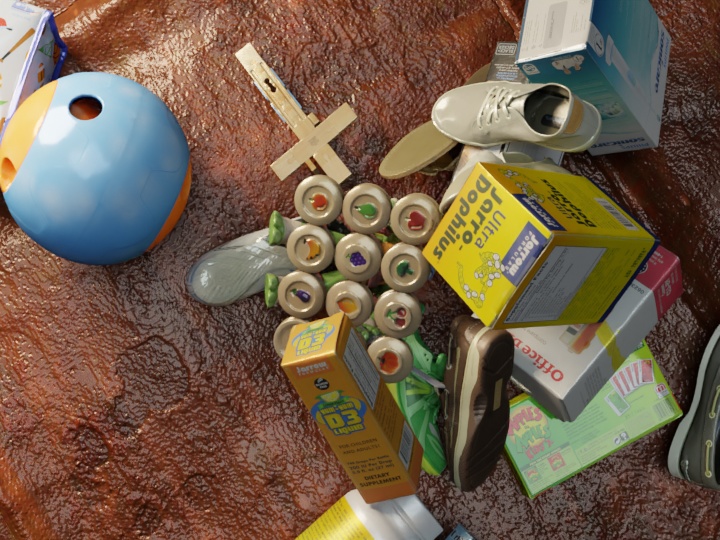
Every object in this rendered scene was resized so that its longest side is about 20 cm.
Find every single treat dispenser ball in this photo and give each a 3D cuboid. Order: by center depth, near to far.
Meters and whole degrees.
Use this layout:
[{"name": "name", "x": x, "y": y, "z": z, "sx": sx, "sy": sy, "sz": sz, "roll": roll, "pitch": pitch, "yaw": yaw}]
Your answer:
[{"name": "treat dispenser ball", "x": -0.280, "y": -0.107, "z": 1.015, "sx": 0.198, "sy": 0.201, "sz": 0.204, "roll": 0, "pitch": 85, "yaw": -2}]

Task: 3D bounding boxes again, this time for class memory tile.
[{"name": "memory tile", "x": -0.006, "y": 0.011, "z": 0.961, "sx": 0.151, "sy": 0.017, "sz": 0.203, "roll": 12, "pitch": 107, "yaw": 8}]

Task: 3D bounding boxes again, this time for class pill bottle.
[{"name": "pill bottle", "x": -0.011, "y": 0.313, "z": 1.030, "sx": 0.200, "sy": 0.112, "sz": 0.113, "roll": -41, "pitch": 87, "yaw": -5}]

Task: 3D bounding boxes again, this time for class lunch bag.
[{"name": "lunch bag", "x": -0.441, "y": -0.201, "z": 1.059, "sx": 0.168, "sy": 0.124, "sz": 0.203, "roll": 15, "pitch": 77, "yaw": -1}]

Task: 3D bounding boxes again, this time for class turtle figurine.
[{"name": "turtle figurine", "x": 0.000, "y": 0.000, "z": 1.003, "sx": 0.191, "sy": 0.145, "sz": 0.201, "roll": 3, "pitch": 40, "yaw": -11}]

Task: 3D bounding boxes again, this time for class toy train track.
[{"name": "toy train track", "x": -0.077, "y": -0.180, "z": 1.117, "sx": 0.114, "sy": 0.033, "sz": 0.201, "roll": -38, "pitch": 81, "yaw": 2}]

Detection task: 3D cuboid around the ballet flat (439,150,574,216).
[{"name": "ballet flat", "x": 0.143, "y": -0.091, "z": 0.974, "sx": 0.198, "sy": 0.069, "sz": 0.071, "roll": -5, "pitch": 83, "yaw": -43}]

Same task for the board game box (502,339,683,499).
[{"name": "board game box", "x": 0.252, "y": 0.164, "z": 1.086, "sx": 0.198, "sy": 0.048, "sz": 0.103, "roll": -28, "pitch": 86, "yaw": -5}]

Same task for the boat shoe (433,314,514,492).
[{"name": "boat shoe", "x": 0.117, "y": 0.139, "z": 1.030, "sx": 0.074, "sy": 0.075, "sz": 0.205, "roll": -15, "pitch": 122, "yaw": -39}]

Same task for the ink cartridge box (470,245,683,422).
[{"name": "ink cartridge box", "x": 0.234, "y": 0.041, "z": 1.047, "sx": 0.145, "sy": 0.084, "sz": 0.200, "roll": 37, "pitch": 81, "yaw": 31}]

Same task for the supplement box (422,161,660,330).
[{"name": "supplement box", "x": 0.177, "y": -0.022, "z": 0.919, "sx": 0.110, "sy": 0.198, "sz": 0.110, "roll": 49, "pitch": 121, "yaw": 33}]

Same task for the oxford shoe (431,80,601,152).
[{"name": "oxford shoe", "x": 0.153, "y": -0.165, "z": 0.988, "sx": 0.198, "sy": 0.057, "sz": 0.076, "roll": 16, "pitch": 85, "yaw": 40}]

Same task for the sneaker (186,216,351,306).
[{"name": "sneaker", "x": -0.104, "y": -0.016, "z": 1.085, "sx": 0.198, "sy": 0.072, "sz": 0.073, "roll": -19, "pitch": 104, "yaw": -18}]

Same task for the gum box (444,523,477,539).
[{"name": "gum box", "x": 0.101, "y": 0.407, "z": 1.036, "sx": 0.200, "sy": 0.045, "sz": 0.170, "roll": -47, "pitch": 107, "yaw": -5}]

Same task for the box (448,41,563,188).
[{"name": "box", "x": 0.175, "y": -0.140, "z": 1.075, "sx": 0.060, "sy": 0.116, "sz": 0.202, "roll": 15, "pitch": 81, "yaw": 42}]

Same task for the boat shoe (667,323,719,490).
[{"name": "boat shoe", "x": 0.411, "y": 0.146, "z": 1.075, "sx": 0.072, "sy": 0.060, "sz": 0.204, "roll": 23, "pitch": 87, "yaw": -40}]

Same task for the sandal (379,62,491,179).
[{"name": "sandal", "x": 0.116, "y": -0.150, "z": 1.102, "sx": 0.212, "sy": 0.077, "sz": 0.070, "roll": -45, "pitch": 126, "yaw": -19}]

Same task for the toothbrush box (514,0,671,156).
[{"name": "toothbrush box", "x": 0.258, "y": -0.239, "z": 1.034, "sx": 0.085, "sy": 0.199, "sz": 0.148, "roll": -4, "pitch": 65, "yaw": 39}]

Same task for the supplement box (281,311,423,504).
[{"name": "supplement box", "x": -0.005, "y": 0.142, "z": 0.964, "sx": 0.066, "sy": 0.069, "sz": 0.201, "roll": -17, "pitch": 118, "yaw": 23}]

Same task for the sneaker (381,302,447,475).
[{"name": "sneaker", "x": 0.068, "y": 0.130, "z": 1.070, "sx": 0.082, "sy": 0.074, "sz": 0.203, "roll": -15, "pitch": 85, "yaw": 1}]
